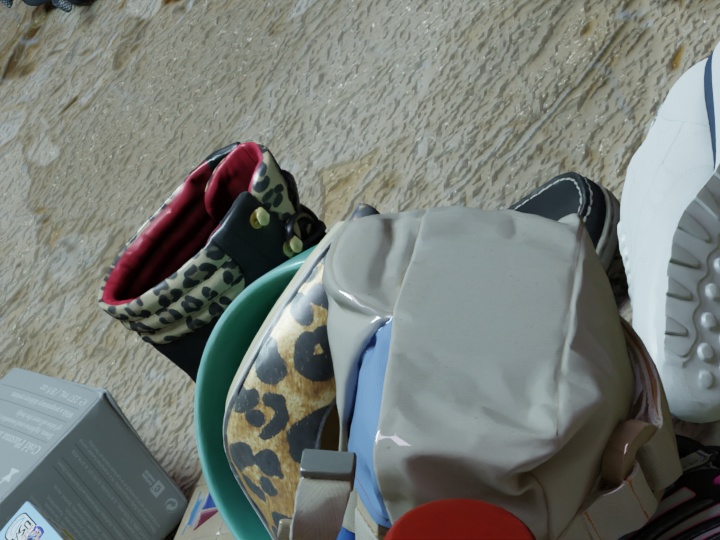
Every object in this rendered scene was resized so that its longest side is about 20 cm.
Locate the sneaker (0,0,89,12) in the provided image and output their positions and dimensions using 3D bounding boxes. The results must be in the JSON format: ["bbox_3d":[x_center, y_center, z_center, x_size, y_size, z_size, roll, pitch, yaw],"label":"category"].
[{"bbox_3d":[-0.173,-0.231,1.750,0.200,0.078,0.140,-30,33,45],"label":"sneaker"}]

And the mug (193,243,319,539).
[{"bbox_3d":[0.037,0.065,1.033,0.152,0.185,0.114,-40,-5,31],"label":"mug"}]

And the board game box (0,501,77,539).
[{"bbox_3d":[-0.171,0.202,1.080,0.200,0.034,0.134,-50,29,-5],"label":"board game box"}]

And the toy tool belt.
[{"bbox_3d":[0.035,0.078,0.814,0.125,0.123,0.200,3,37,3],"label":"toy tool belt"}]

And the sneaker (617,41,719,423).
[{"bbox_3d":[0.139,-0.008,1.063,0.080,0.076,0.200,-36,24,41],"label":"sneaker"}]

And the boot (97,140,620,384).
[{"bbox_3d":[0.000,0.000,1.126,0.200,0.151,0.073,-39,30,13],"label":"boot"}]

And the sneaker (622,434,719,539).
[{"bbox_3d":[0.120,0.090,0.829,0.200,0.074,0.088,-20,42,50],"label":"sneaker"}]

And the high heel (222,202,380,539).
[{"bbox_3d":[0.016,0.088,0.944,0.071,0.142,0.200,-23,-45,-67],"label":"high heel"}]

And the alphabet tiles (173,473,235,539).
[{"bbox_3d":[-0.019,0.088,1.207,0.167,0.008,0.200,-17,40,43],"label":"alphabet tiles"}]

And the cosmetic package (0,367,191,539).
[{"bbox_3d":[-0.190,0.147,1.252,0.200,0.090,0.107,-45,27,-22],"label":"cosmetic package"}]
